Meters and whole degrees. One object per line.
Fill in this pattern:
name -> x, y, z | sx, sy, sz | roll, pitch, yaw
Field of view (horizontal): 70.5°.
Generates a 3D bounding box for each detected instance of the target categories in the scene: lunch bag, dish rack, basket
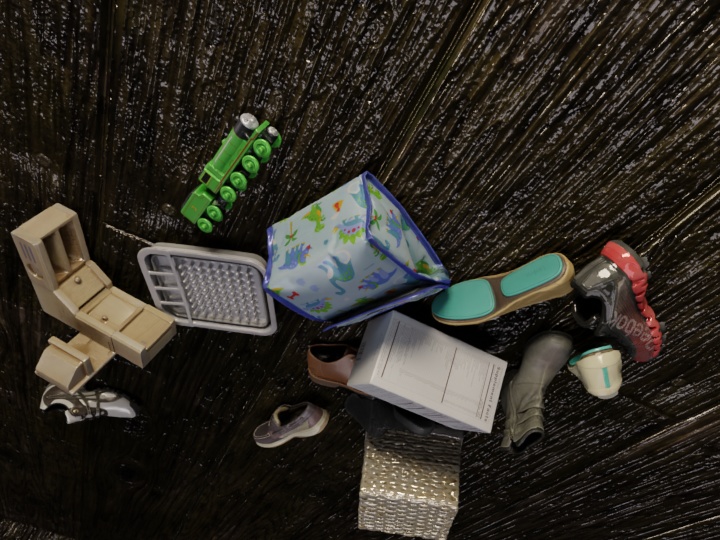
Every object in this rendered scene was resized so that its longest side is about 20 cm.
lunch bag -> 0.000, 0.000, 0.662 | 0.169, 0.128, 0.200 | -22, 142, 27
dish rack -> -0.225, 0.025, 0.787 | 0.198, 0.044, 0.173 | 7, 134, 6
basket -> 0.098, 0.418, 1.021 | 0.198, 0.162, 0.199 | 6, 134, 5

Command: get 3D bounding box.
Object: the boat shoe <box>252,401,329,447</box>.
boat shoe -> -0.152, 0.306, 1.034 | 0.199, 0.072, 0.065 | -23, 114, 34

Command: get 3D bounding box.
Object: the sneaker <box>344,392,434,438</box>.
sneaker -> 0.047, 0.254, 0.892 | 0.199, 0.060, 0.105 | 28, 123, 42

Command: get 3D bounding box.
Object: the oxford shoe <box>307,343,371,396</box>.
oxford shoe -> 0.002, 0.160, 0.852 | 0.198, 0.072, 0.072 | 3, 130, 11

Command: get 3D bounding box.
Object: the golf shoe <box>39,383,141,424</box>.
golf shoe -> -0.586, 0.300, 1.106 | 0.198, 0.095, 0.078 | 19, 134, -9

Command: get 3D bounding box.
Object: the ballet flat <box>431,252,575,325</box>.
ballet flat -> 0.193, 0.039, 0.691 | 0.199, 0.069, 0.063 | -22, 140, 31

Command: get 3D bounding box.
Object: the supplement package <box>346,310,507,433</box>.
supplement package -> 0.100, 0.157, 0.771 | 0.199, 0.115, 0.109 | 25, 160, -12

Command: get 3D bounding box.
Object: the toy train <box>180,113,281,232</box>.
toy train -> -0.167, -0.119, 0.635 | 0.056, 0.042, 0.200 | 40, 130, -12

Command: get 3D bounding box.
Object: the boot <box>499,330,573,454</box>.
boot -> 0.270, 0.194, 0.777 | 0.067, 0.131, 0.201 | 15, 136, -3

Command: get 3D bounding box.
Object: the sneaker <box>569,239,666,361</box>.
sneaker -> 0.326, 0.057, 0.656 | 0.098, 0.071, 0.201 | -34, 122, 3

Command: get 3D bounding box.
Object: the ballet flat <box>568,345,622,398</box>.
ballet flat -> 0.321, 0.139, 0.687 | 0.069, 0.070, 0.200 | -11, 168, 22

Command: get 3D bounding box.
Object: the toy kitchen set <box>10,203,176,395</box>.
toy kitchen set -> -0.406, 0.053, 0.735 | 0.199, 0.163, 0.181 | 25, 137, 10
